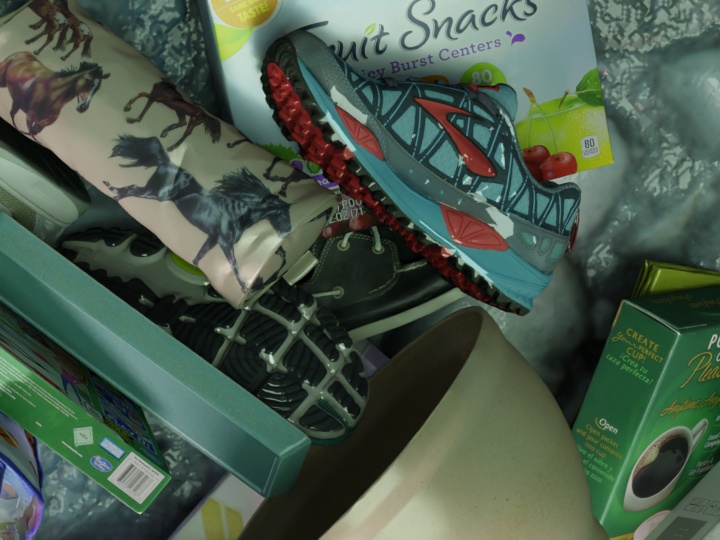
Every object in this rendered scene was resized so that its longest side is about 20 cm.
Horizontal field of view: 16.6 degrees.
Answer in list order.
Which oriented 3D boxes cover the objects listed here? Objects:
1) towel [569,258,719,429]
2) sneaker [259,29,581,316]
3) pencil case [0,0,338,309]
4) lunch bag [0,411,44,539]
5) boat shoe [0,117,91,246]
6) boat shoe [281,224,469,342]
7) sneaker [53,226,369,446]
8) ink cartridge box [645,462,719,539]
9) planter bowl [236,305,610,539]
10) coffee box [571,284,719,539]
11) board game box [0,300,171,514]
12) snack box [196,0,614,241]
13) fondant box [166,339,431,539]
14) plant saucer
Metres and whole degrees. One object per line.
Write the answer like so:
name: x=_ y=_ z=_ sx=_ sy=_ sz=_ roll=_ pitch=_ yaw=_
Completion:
towel: x=0.147 y=0.087 z=1.425 sx=0.086 sy=0.018 sz=0.200 roll=7 pitch=112 yaw=-54
sneaker: x=0.034 y=-0.068 z=1.272 sx=0.200 sy=0.079 sz=0.096 roll=42 pitch=79 yaw=-25
pencil case: x=-0.106 y=-0.061 z=1.260 sx=0.200 sy=0.089 sz=0.078 roll=37 pitch=93 yaw=3
lunch bag: x=-0.264 y=0.080 z=1.272 sx=0.200 sy=0.170 sz=0.124 roll=11 pitch=105 yaw=-14
boat shoe: x=-0.234 y=-0.070 z=1.276 sx=0.202 sy=0.074 sz=0.065 roll=34 pitch=104 yaw=-31
boat shoe: x=0.000 y=0.000 z=1.347 sx=0.200 sy=0.072 sz=0.068 roll=-20 pitch=104 yaw=6
sneaker: x=-0.080 y=0.041 z=1.308 sx=0.078 sy=0.200 sz=0.080 roll=-45 pitch=148 yaw=-35
ink cartridge box: x=0.243 y=0.188 z=1.423 sx=0.200 sy=0.045 sz=0.176 roll=-41 pitch=118 yaw=-31
planter bowl: x=0.041 y=0.136 z=1.260 sx=0.135 sy=0.200 sz=0.200 roll=43 pitch=96 yaw=-9
coffee box: x=0.161 y=0.106 z=1.401 sx=0.123 sy=0.044 sz=0.200 roll=-8 pitch=123 yaw=-51
board game box: x=-0.191 y=0.037 z=1.289 sx=0.200 sy=0.135 sz=0.029 roll=40 pitch=96 yaw=-22
snack box: x=0.021 y=-0.117 z=1.315 sx=0.200 sy=0.068 sz=0.169 roll=-14 pitch=113 yaw=-8
fondant box: x=-0.016 y=0.155 z=1.387 sx=0.144 sy=0.058 sz=0.200 roll=41 pitch=97 yaw=0
plant saucer: x=-0.114 y=0.047 z=1.267 sx=0.200 sy=0.070 sz=0.019 roll=35 pitch=62 yaw=8
